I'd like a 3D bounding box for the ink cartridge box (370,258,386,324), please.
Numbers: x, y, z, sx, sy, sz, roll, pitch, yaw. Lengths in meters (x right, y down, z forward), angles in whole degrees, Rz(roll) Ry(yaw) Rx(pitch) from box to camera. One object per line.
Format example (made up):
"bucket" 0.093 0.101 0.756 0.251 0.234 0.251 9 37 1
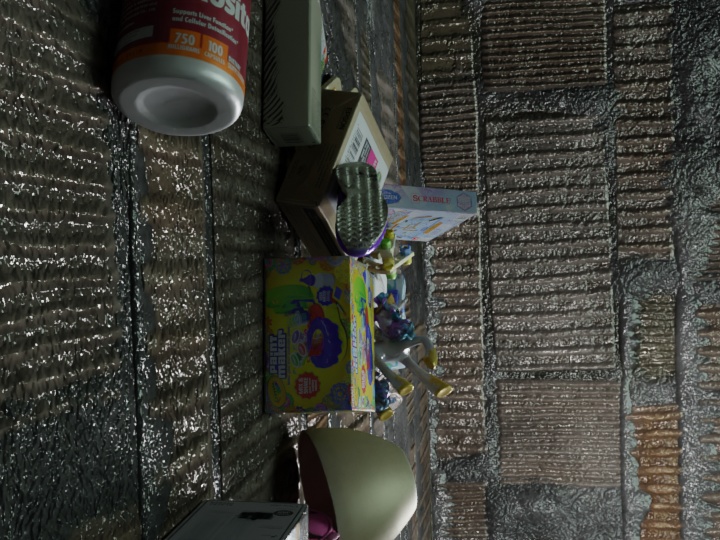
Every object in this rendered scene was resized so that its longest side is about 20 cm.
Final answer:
"ink cartridge box" 0.000 0.022 1.868 0.145 0.083 0.202 67 22 -64

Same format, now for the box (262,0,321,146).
"box" -0.092 -0.278 1.402 0.082 0.067 0.203 54 35 -75

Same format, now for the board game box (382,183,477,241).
"board game box" 0.066 -0.096 1.727 0.200 0.197 0.042 150 -60 -65

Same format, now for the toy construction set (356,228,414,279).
"toy construction set" 0.000 0.000 1.682 0.200 0.130 0.093 -45 137 -61

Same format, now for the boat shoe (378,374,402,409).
"boat shoe" 0.021 0.222 2.068 0.075 0.074 0.203 51 -6 35

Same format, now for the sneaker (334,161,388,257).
"sneaker" 0.001 -0.059 1.371 0.201 0.069 0.100 -91 -179 -56

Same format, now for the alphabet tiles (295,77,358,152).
"alphabet tiles" -0.045 -0.187 1.564 0.196 0.014 0.202 -53 144 -45

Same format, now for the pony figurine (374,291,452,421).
"pony figurine" 0.021 0.129 1.568 0.168 0.191 0.201 86 -21 -48

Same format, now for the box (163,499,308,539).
"box" -0.122 0.274 0.955 0.200 0.115 0.061 -24 114 -82

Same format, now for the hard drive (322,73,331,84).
"hard drive" -0.032 -0.216 1.737 0.201 0.037 0.141 77 -5 -53

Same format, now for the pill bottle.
"pill bottle" -0.151 -0.229 0.885 0.113 0.111 0.202 65 24 -67

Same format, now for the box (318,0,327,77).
"box" -0.086 -0.325 1.559 0.201 0.034 0.111 -81 166 -50

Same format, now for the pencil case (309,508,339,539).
"pencil case" -0.063 0.424 1.356 0.091 0.093 0.202 -46 135 -58

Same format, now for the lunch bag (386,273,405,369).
"lunch bag" 0.058 0.107 2.156 0.161 0.081 0.203 118 -29 -84

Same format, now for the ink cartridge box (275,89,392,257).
"ink cartridge box" -0.034 -0.136 1.504 0.165 0.074 0.202 57 47 -54

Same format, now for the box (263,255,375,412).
"box" -0.053 0.095 1.406 0.193 0.120 0.203 36 52 -77

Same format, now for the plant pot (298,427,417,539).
"plant pot" 0.002 0.310 1.434 0.200 0.133 0.203 169 -90 -74
